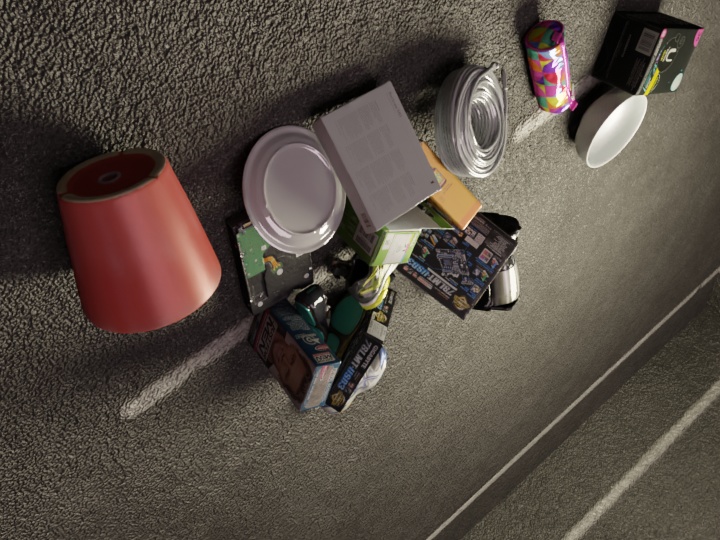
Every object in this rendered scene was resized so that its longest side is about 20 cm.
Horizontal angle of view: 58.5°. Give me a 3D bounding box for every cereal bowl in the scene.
[{"bbox_3d":[0.595,-0.358,1.562,0.197,0.083,0.203,-30,147,-22],"label":"cereal bowl"}]

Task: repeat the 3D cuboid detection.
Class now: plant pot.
[{"bbox_3d":[-0.301,-0.049,0.850,0.198,0.199,0.181,-28,130,-25],"label":"plant pot"}]

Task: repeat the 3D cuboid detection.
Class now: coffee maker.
[{"bbox_3d":[0.276,-0.018,1.482,0.187,0.136,0.204,-9,121,3],"label":"coffee maker"}]

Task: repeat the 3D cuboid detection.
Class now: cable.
[{"bbox_3d":[0.206,-0.275,1.193,0.198,0.068,0.206,-24,112,-46],"label":"cable"}]

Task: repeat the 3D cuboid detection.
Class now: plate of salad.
[{"bbox_3d":[-0.108,-0.130,1.042,0.196,0.047,0.206,0,90,-39],"label":"plate of salad"}]

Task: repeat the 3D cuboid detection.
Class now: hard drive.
[{"bbox_3d":[-0.154,-0.030,1.129,0.138,0.038,0.203,-30,140,-24],"label":"hard drive"}]

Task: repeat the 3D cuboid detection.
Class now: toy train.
[{"bbox_3d":[0.000,0.000,1.307,0.198,0.046,0.034,9,121,-50],"label":"toy train"}]

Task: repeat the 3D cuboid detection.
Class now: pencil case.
[{"bbox_3d":[0.393,-0.413,1.319,0.089,0.088,0.200,-46,142,-3],"label":"pencil case"}]

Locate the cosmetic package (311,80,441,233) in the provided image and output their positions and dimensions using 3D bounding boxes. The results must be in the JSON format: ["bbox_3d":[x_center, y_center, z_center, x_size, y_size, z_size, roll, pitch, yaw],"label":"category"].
[{"bbox_3d":[0.029,-0.188,1.070,0.149,0.051,0.204,-31,100,-21],"label":"cosmetic package"}]

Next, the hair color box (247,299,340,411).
[{"bbox_3d":[-0.126,0.147,1.175,0.060,0.200,0.102,-4,125,-42],"label":"hair color box"}]

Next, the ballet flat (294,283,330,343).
[{"bbox_3d":[-0.086,0.089,1.269,0.072,0.073,0.202,-35,153,-17],"label":"ballet flat"}]

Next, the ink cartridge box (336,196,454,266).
[{"bbox_3d":[0.059,-0.086,1.204,0.197,0.148,0.077,-4,129,-43],"label":"ink cartridge box"}]

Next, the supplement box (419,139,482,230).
[{"bbox_3d":[0.146,-0.168,1.238,0.067,0.069,0.199,-48,123,2],"label":"supplement box"}]

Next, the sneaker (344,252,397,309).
[{"bbox_3d":[0.031,-0.030,1.245,0.084,0.073,0.205,35,65,-44],"label":"sneaker"}]

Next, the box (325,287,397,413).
[{"bbox_3d":[0.003,0.158,1.333,0.202,0.049,0.199,-61,-178,28],"label":"box"}]

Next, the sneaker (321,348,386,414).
[{"bbox_3d":[-0.019,0.246,1.473,0.201,0.075,0.088,-48,148,-3],"label":"sneaker"}]

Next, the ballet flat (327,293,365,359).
[{"bbox_3d":[-0.040,0.128,1.370,0.070,0.071,0.203,10,114,-49],"label":"ballet flat"}]

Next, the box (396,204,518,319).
[{"bbox_3d":[0.197,-0.036,1.358,0.201,0.198,0.050,-55,-176,8],"label":"box"}]

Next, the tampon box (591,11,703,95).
[{"bbox_3d":[0.661,-0.501,1.479,0.197,0.126,0.153,-16,133,-36],"label":"tampon box"}]
